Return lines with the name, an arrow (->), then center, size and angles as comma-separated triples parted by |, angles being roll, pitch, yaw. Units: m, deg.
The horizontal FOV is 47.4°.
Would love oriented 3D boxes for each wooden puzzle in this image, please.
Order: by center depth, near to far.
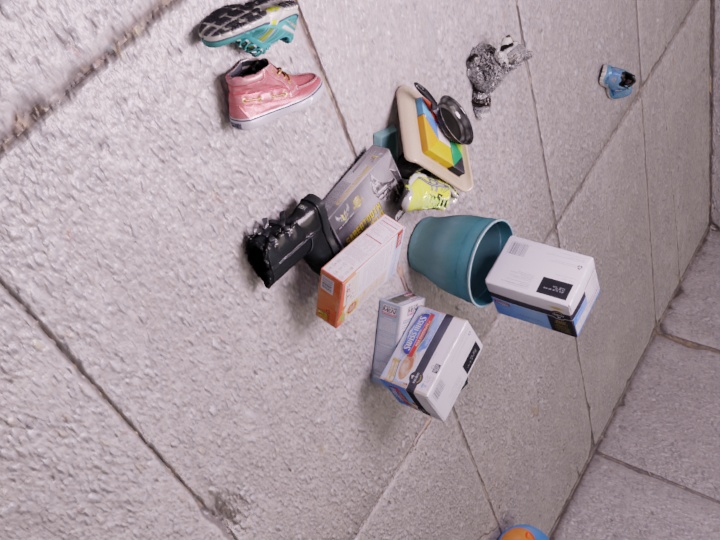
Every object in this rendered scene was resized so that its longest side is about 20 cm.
wooden puzzle -> 0.160, -0.273, 1.692 | 0.199, 0.037, 0.186 | 20, 55, -41

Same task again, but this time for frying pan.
frying pan -> 0.171, -0.311, 1.675 | 0.189, 0.031, 0.116 | 2, 67, -50

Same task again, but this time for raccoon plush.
raccoon plush -> 0.329, -0.440, 1.877 | 0.097, 0.133, 0.201 | -50, 139, -31

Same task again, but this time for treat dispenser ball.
treat dispenser ball -> 0.547, 0.954, 2.742 | 0.200, 0.200, 0.202 | -27, 126, -46

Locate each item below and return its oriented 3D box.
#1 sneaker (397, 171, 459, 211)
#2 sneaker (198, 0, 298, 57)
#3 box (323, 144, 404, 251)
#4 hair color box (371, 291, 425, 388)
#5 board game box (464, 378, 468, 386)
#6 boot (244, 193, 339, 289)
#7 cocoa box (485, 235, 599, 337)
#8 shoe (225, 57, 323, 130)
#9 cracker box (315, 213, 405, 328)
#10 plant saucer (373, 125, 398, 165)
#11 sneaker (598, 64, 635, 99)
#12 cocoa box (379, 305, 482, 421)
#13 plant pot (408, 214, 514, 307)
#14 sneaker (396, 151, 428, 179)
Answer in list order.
sneaker -> 0.141, -0.156, 1.665 | 0.200, 0.076, 0.076 | -29, 146, -56
sneaker -> -0.165, -0.371, 1.278 | 0.200, 0.077, 0.080 | -31, 137, -44
box -> 0.008, -0.124, 1.630 | 0.200, 0.048, 0.159 | -50, 139, -22
hair color box -> 0.086, 0.158, 1.870 | 0.099, 0.060, 0.201 | -15, 117, -51
board game box -> 0.234, 0.248, 2.143 | 0.135, 0.028, 0.201 | -35, 131, -42
boot -> -0.120, -0.027, 1.493 | 0.162, 0.073, 0.199 | -43, 139, -30
cocoa box -> 0.397, 0.035, 1.783 | 0.134, 0.199, 0.131 | -58, 144, -21
shoe -> -0.137, -0.307, 1.343 | 0.200, 0.071, 0.091 | -34, 136, -36
cracker box -> 0.000, 0.000, 1.569 | 0.200, 0.058, 0.134 | -41, 155, -36
plant saucer -> 0.057, -0.196, 1.710 | 0.070, 0.019, 0.201 | -31, 127, -44
sneaker -> 0.802, -0.571, 2.518 | 0.200, 0.090, 0.079 | 7, 99, -56
cocoa box -> 0.159, 0.204, 1.823 | 0.201, 0.131, 0.134 | -59, 143, -19
plant pot -> 0.218, -0.039, 1.854 | 0.200, 0.187, 0.201 | -29, 127, -45
sneaker -> 0.142, -0.225, 1.759 | 0.200, 0.075, 0.088 | -44, 143, -44
